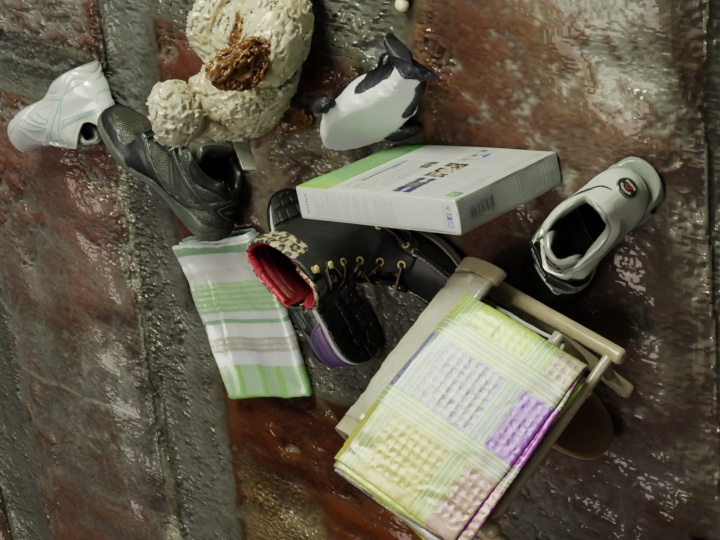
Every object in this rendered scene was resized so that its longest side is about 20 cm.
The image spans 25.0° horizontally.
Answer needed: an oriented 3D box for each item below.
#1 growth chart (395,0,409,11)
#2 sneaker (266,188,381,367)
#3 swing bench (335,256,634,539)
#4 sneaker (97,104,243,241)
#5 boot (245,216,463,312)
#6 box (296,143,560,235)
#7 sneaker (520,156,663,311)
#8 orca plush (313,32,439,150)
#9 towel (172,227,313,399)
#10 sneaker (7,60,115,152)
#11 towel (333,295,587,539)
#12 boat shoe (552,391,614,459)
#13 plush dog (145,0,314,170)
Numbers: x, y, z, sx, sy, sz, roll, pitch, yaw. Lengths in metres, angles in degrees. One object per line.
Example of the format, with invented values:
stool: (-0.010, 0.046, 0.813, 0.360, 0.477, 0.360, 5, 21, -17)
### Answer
growth chart: (-0.016, -0.348, 1.509, 0.200, 0.018, 0.145, 38, 134, 26)
sneaker: (-0.060, 0.014, 1.714, 0.088, 0.076, 0.200, -17, 98, 55)
swing bench: (0.106, 0.113, 1.455, 0.200, 0.199, 0.130, 34, 171, 21)
sneaker: (-0.201, -0.134, 1.781, 0.199, 0.076, 0.114, 44, 135, 16)
boot: (0.000, 0.000, 1.579, 0.200, 0.151, 0.073, 40, 135, 23)
box: (0.060, -0.077, 1.479, 0.200, 0.144, 0.036, 9, 116, 44)
sneaker: (0.179, -0.020, 1.430, 0.074, 0.088, 0.200, 48, 140, 14)
orca plush: (0.012, -0.180, 1.529, 0.200, 0.105, 0.071, 114, 162, -69)
towel: (-0.136, 0.054, 1.846, 0.149, 0.031, 0.200, -5, 107, 49)
sneaker: (-0.353, -0.173, 1.922, 0.200, 0.070, 0.080, -28, 92, 49)
towel: (0.083, 0.129, 1.375, 0.144, 0.200, 0.023, 32, 169, 27)
boat shoe: (0.157, 0.112, 1.550, 0.200, 0.071, 0.065, 38, 169, 20)
plush dog: (-0.101, -0.207, 1.585, 0.160, 0.200, 0.172, 26, 148, -8)
